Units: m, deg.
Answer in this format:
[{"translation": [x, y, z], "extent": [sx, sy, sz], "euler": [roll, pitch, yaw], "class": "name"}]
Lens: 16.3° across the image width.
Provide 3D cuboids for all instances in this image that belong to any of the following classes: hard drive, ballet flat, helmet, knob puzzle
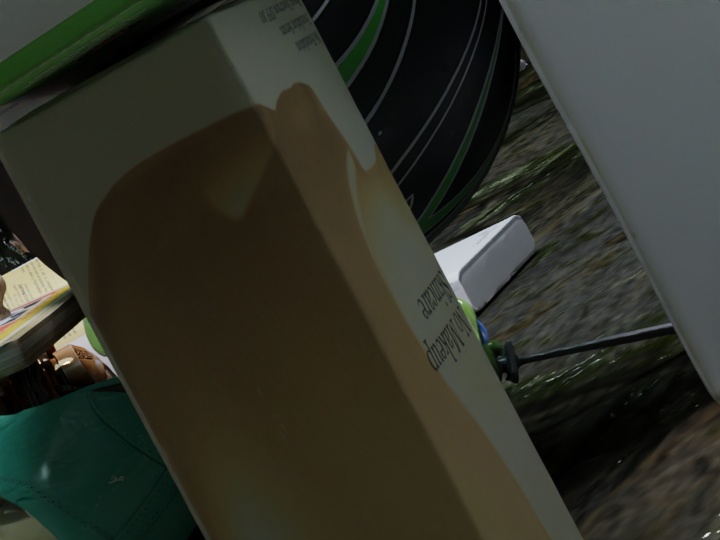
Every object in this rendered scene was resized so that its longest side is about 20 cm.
[{"translation": [-0.003, 0.034, 1.456], "extent": [0.199, 0.027, 0.132], "euler": [-25, 7, 24], "class": "hard drive"}, {"translation": [-0.116, 0.080, 0.765], "extent": [0.199, 0.067, 0.071], "euler": [-19, 34, 53], "class": "ballet flat"}, {"translation": [-0.041, -0.077, 0.913], "extent": [0.198, 0.193, 0.200], "euler": [-5, -9, -1], "class": "helmet"}, {"translation": [-0.196, 0.045, 0.910], "extent": [0.218, 0.031, 0.220], "euler": [-24, 6, 3], "class": "knob puzzle"}]

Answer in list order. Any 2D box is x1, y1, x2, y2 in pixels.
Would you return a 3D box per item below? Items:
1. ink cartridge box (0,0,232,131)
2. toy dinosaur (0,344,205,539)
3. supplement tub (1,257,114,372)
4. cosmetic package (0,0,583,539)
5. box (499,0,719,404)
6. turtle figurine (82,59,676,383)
[{"translation": [-0.097, -0.092, 0.725], "extent": [0.145, 0.084, 0.200], "euler": [-30, 3, 21], "class": "ink cartridge box"}, {"translation": [-0.111, 0.073, 1.012], "extent": [0.101, 0.136, 0.201], "euler": [-16, 39, 10], "class": "toy dinosaur"}, {"translation": [-0.096, 0.038, 1.278], "extent": [0.199, 0.145, 0.145], "euler": [-28, 6, -6], "class": "supplement tub"}, {"translation": [-0.012, 0.028, 0.696], "extent": [0.071, 0.201, 0.105], "euler": [-27, 7, 15], "class": "cosmetic package"}, {"translation": [0.164, -0.093, 0.905], "extent": [0.170, 0.201, 0.199], "euler": [-28, 7, 16], "class": "box"}, {"translation": [0.000, 0.000, 1.023], "extent": [0.193, 0.145, 0.200], "euler": [-8, -15, -42], "class": "turtle figurine"}]
